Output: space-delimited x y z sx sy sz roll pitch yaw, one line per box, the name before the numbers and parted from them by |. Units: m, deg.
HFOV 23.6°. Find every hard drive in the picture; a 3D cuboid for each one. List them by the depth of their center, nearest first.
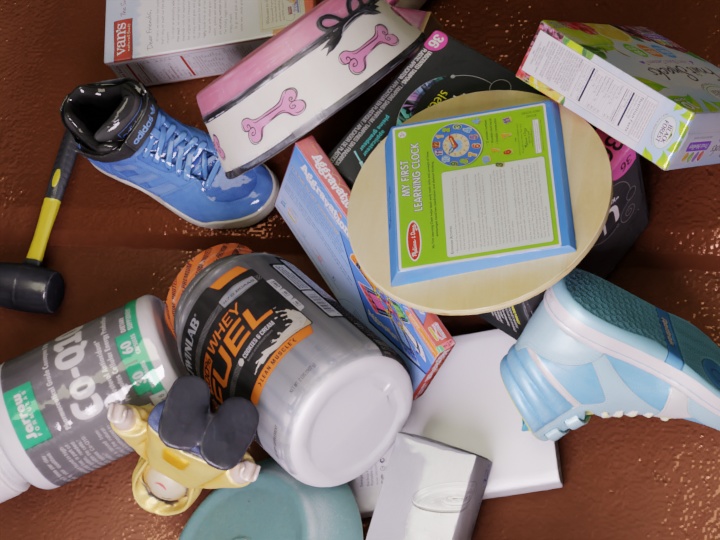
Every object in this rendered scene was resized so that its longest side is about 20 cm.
hard drive | 0.055 0.122 1.372 0.198 0.027 0.133 -11 67 13

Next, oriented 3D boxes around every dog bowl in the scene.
dog bowl | -0.047 -0.161 1.400 0.200 0.200 0.074 -36 99 1

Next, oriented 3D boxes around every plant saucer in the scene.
plant saucer | -0.086 0.230 1.322 0.199 0.036 0.201 -24 50 31

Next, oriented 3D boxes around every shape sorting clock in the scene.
shape sorting clock | 0.086 -0.051 1.259 0.198 0.039 0.201 -7 53 10

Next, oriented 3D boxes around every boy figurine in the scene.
boy figurine | -0.140 0.136 1.317 0.124 0.200 0.065 26 64 -9

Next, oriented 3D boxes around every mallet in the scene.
mallet | -0.286 -0.056 1.536 0.065 0.041 0.201 1 66 13

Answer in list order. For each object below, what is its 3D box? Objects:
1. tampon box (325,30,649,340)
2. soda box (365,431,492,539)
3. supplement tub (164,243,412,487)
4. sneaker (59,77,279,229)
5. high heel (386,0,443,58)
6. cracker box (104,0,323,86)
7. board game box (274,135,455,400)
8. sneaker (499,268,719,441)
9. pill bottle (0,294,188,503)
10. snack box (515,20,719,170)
tampon box | 0.102 -0.062 1.358 0.199 0.126 0.150 32 74 28
soda box | 0.037 0.228 1.298 0.068 0.063 0.201 15 84 19
supplement tub | -0.061 0.067 1.341 0.123 0.123 0.200 -48 49 -5
sneaker | -0.169 -0.103 1.475 0.199 0.111 0.077 24 78 23
high heel | 0.048 -0.276 1.510 0.095 0.067 0.201 16 81 28
cracker box | -0.128 -0.247 1.548 0.198 0.058 0.135 -7 67 13
board game box | 0.000 0.000 1.346 0.019 0.103 0.201 -28 74 -23
sneaker | 0.194 0.091 1.305 0.131 0.199 0.080 -51 18 28
pill bottle | -0.235 0.110 1.413 0.199 0.113 0.114 -26 65 6
snack box | 0.227 -0.136 1.325 0.142 0.199 0.053 37 114 24
